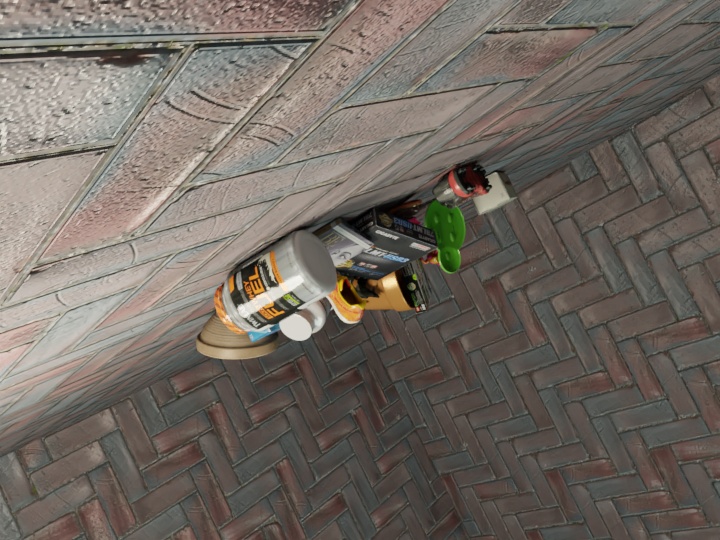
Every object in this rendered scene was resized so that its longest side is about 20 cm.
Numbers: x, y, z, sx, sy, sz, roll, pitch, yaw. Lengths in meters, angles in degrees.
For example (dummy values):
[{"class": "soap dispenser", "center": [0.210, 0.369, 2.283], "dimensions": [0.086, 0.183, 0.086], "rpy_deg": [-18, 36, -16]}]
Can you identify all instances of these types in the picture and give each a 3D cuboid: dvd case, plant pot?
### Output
[{"class": "dvd case", "center": [-0.087, -0.029, 1.314], "dimensions": [0.199, 0.016, 0.148], "rpy_deg": [-29, 155, 17]}, {"class": "plant pot", "center": [-0.296, 0.137, 1.603], "dimensions": [0.198, 0.094, 0.201], "rpy_deg": [1, -168, 0]}, {"class": "plant pot", "center": [0.052, 0.020, 1.748], "dimensions": [0.138, 0.203, 0.200], "rpy_deg": [-16, 180, 18]}]

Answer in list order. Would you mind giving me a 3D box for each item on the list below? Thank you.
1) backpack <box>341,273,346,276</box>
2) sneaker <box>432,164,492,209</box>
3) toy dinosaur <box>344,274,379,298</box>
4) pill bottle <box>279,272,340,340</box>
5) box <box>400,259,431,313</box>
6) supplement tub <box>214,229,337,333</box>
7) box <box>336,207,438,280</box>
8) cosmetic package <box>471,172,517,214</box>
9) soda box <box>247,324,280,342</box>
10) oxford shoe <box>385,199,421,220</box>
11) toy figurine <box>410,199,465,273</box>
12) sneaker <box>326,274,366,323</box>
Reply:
[{"class": "backpack", "center": [-0.001, 0.017, 1.997], "dimensions": [0.199, 0.164, 0.153], "rpy_deg": [-36, 158, 26]}, {"class": "sneaker", "center": [0.217, -0.180, 1.432], "dimensions": [0.097, 0.071, 0.200], "rpy_deg": [-30, 174, 31]}, {"class": "toy dinosaur", "center": [0.000, 0.000, 1.639], "dimensions": [0.101, 0.138, 0.199], "rpy_deg": [2, 173, -34]}, {"class": "pill bottle", "center": [-0.119, 0.068, 1.545], "dimensions": [0.112, 0.113, 0.201], "rpy_deg": [-29, -158, 33]}, {"class": "box", "center": [0.136, -0.002, 1.738], "dimensions": [0.034, 0.202, 0.110], "rpy_deg": [-15, -161, 17]}, {"class": "supplement tub", "center": [-0.149, 0.025, 1.150], "dimensions": [0.199, 0.124, 0.122], "rpy_deg": [-30, 176, 23]}, {"class": "box", "center": [0.032, -0.049, 1.438], "dimensions": [0.199, 0.050, 0.198], "rpy_deg": [15, 148, -43]}, {"class": "cosmetic package", "center": [0.386, -0.226, 1.935], "dimensions": [0.103, 0.088, 0.200], "rpy_deg": [-27, 178, 19]}, {"class": "soda box", "center": [-0.196, 0.104, 1.580], "dimensions": [0.064, 0.068, 0.200], "rpy_deg": [-29, 176, 26]}, {"class": "oxford shoe", "center": [0.078, -0.099, 1.502], "dimensions": [0.071, 0.074, 0.199], "rpy_deg": [-25, 175, -41]}, {"class": "toy figurine", "center": [0.175, -0.081, 1.817], "dimensions": [0.149, 0.203, 0.183], "rpy_deg": [-6, 176, -38]}, {"class": "sneaker", "center": [-0.060, 0.029, 1.473], "dimensions": [0.073, 0.199, 0.078], "rpy_deg": [-29, 152, -48]}]
